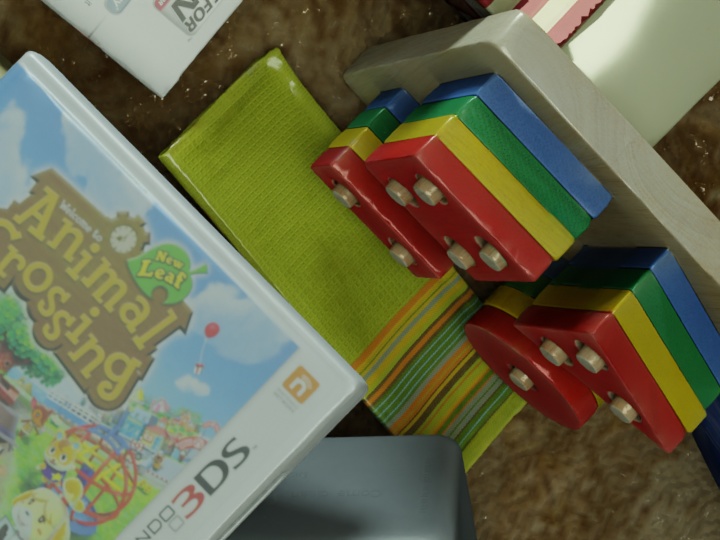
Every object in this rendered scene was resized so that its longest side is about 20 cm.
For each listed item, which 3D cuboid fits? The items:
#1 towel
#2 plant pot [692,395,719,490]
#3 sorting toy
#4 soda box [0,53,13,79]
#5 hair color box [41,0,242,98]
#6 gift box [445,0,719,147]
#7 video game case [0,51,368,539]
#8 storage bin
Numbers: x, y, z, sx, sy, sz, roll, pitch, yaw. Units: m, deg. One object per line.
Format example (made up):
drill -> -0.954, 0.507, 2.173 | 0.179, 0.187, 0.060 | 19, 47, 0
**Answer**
towel -> 0.000, 0.000, 1.056 | 0.200, 0.018, 0.086 | 50, 52, -12
plant pot -> 0.277, 0.116, 1.050 | 0.200, 0.200, 0.180 | -23, 110, -2
sorting toy -> 0.076, -0.006, 0.990 | 0.199, 0.200, 0.070 | 46, 78, -13
soda box -> -0.120, -0.017, 1.037 | 0.200, 0.068, 0.064 | 42, 94, -13
hair color box -> -0.130, -0.176, 1.009 | 0.200, 0.061, 0.099 | 39, 94, -11
gift box -> 0.118, -0.165, 0.975 | 0.187, 0.200, 0.185 | -45, 108, 2
video game case -> -0.128, 0.042, 0.960 | 0.182, 0.022, 0.200 | -46, 77, 3
storage bin -> -0.030, 0.142, 1.026 | 0.200, 0.146, 0.134 | -1, 121, 5
